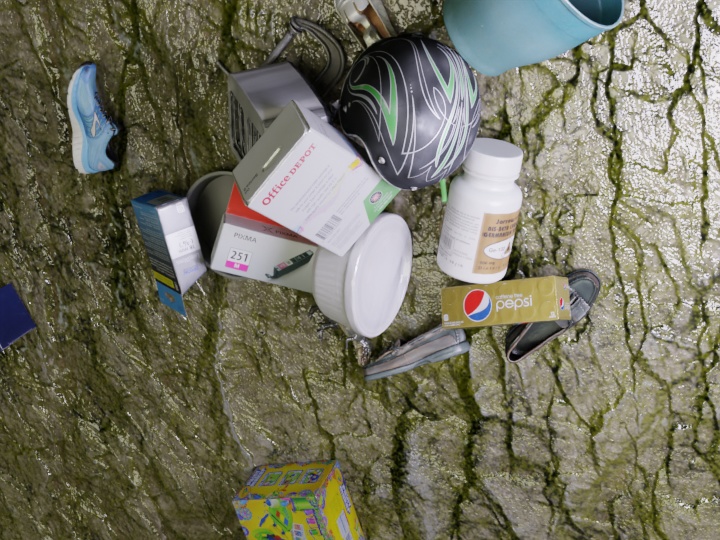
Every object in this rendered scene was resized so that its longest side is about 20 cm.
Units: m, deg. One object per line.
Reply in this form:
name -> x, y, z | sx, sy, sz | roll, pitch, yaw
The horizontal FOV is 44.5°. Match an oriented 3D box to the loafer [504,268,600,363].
loafer -> 0.307, 0.082, 1.409 | 0.072, 0.063, 0.200 | 41, 121, -1

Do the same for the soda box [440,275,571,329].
soda box -> 0.228, 0.052, 1.389 | 0.197, 0.064, 0.069 | -7, 83, 32

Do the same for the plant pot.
plant pot -> 0.220, -0.367, 1.186 | 0.187, 0.200, 0.201 | -29, 100, 45

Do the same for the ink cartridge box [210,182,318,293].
ink cartridge box -> -0.137, -0.062, 1.488 | 0.197, 0.044, 0.175 | 14, 120, -15

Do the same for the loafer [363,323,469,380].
loafer -> 0.091, 0.137, 1.519 | 0.197, 0.072, 0.064 | -19, 83, 21

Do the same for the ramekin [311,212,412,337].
ramekin -> 0.000, 0.000, 1.426 | 0.093, 0.202, 0.206 | 13, 117, 28

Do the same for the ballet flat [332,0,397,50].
ballet flat -> 0.011, -0.374, 1.328 | 0.067, 0.062, 0.201 | -34, 97, 29

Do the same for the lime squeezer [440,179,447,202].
lime squeezer -> 0.090, -0.198, 1.366 | 0.070, 0.038, 0.200 | -39, 69, -6

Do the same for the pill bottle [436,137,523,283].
pill bottle -> 0.187, -0.093, 1.352 | 0.113, 0.114, 0.203 | 15, 117, 14

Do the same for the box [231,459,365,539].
box -> -0.118, 0.495, 1.723 | 0.190, 0.122, 0.203 | -9, 109, 24

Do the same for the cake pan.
cake pan -> -0.222, -0.083, 1.561 | 0.197, 0.037, 0.203 | 8, 115, 18

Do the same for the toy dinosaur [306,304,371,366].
toy dinosaur -> -0.044, 0.083, 1.554 | 0.087, 0.048, 0.203 | -17, 112, 8

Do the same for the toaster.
toaster -> -0.121, -0.210, 1.355 | 0.182, 0.117, 0.202 | 55, 151, 41

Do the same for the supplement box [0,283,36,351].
supplement box -> -0.800, 0.124, 1.837 | 0.198, 0.109, 0.111 | -20, 104, 28

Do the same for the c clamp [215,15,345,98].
c clamp -> -0.124, -0.330, 1.421 | 0.199, 0.027, 0.171 | -37, 95, 30

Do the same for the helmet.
helmet -> 0.078, -0.224, 1.246 | 0.191, 0.197, 0.203 | 47, 131, 44

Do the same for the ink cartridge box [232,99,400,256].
ink cartridge box -> -0.063, -0.129, 1.271 | 0.199, 0.088, 0.146 | 26, 114, -43

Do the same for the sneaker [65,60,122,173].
sneaker -> -0.467, -0.273, 1.569 | 0.088, 0.079, 0.203 | 2, 118, 0

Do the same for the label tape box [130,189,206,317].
label tape box -> -0.335, -0.034, 1.573 | 0.144, 0.063, 0.203 | 18, 126, 57
